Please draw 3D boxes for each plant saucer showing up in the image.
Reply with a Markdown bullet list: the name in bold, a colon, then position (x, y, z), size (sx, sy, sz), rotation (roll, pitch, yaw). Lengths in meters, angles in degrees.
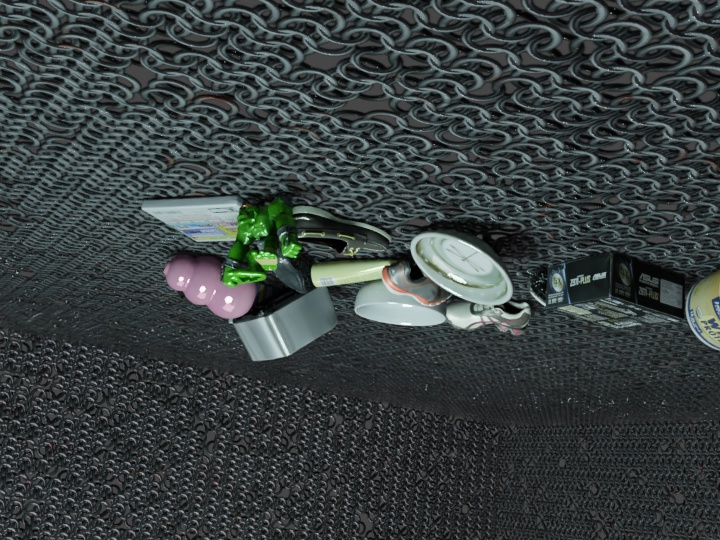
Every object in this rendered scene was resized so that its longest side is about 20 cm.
- **plant saucer**: position (0.186, -0.017, 1.540), size (0.200, 0.050, 0.200), rotation (27, 157, 12)

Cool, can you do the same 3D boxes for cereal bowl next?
- **cereal bowl**: position (0.089, 0.057, 1.863), size (0.199, 0.084, 0.200), rotation (7, 165, 2)

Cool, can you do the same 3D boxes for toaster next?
- **toaster**: position (-0.175, 0.112, 1.964), size (0.200, 0.119, 0.181), rotation (-31, -171, -37)

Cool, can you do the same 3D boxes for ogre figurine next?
- **ogre figurine**: position (-0.166, -0.051, 1.467), size (0.098, 0.120, 0.200), rotation (12, 151, -17)

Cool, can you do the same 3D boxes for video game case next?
- **video game case**: position (-0.264, -0.093, 1.594), size (0.199, 0.022, 0.182), rotation (-1, 163, 24)

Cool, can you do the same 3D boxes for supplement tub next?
- **supplement tub**: position (0.657, 0.053, 1.479), size (0.144, 0.145, 0.200), rotation (7, 165, -2)

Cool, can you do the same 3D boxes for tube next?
- **tube**: position (0.000, 0.000, 1.777), size (0.199, 0.052, 0.058), rotation (-5, -156, 20)

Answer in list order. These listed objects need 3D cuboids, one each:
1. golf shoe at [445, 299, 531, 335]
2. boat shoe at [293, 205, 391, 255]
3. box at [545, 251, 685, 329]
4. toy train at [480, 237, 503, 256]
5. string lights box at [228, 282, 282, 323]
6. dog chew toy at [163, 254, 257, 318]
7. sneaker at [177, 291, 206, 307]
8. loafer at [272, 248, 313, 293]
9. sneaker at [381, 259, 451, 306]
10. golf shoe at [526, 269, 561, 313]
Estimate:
- **golf shoe**: position (0.280, 0.087, 1.947), size (0.199, 0.077, 0.088), rotation (5, 145, -1)
- **boat shoe**: position (-0.035, -0.058, 1.543), size (0.201, 0.061, 0.072), rotation (16, 162, -29)
- **box**: position (0.475, 0.042, 1.631), size (0.200, 0.086, 0.164), rotation (16, 162, -28)
- **toy train**: position (0.200, -0.024, 1.612), size (0.046, 0.034, 0.200), rotation (24, 160, -13)
- **string lights box**: position (-0.208, 0.094, 2.094), size (0.200, 0.103, 0.059), rotation (16, 162, -32)
- **dog chew toy**: position (-0.326, 0.026, 1.880), size (0.200, 0.125, 0.125), rotation (20, 161, -17)
- **sneaker**: position (-0.405, 0.047, 2.092), size (0.104, 0.060, 0.200), rotation (-7, 163, 28)
- **loafer**: position (-0.144, -0.008, 1.772), size (0.070, 0.068, 0.201), rotation (11, 161, 17)
- **sneaker**: position (0.133, 0.017, 1.726), size (0.200, 0.077, 0.082), rotation (8, 147, -47)
- **golf shoe**: position (0.386, 0.053, 1.731), size (0.200, 0.078, 0.094), rotation (19, 161, -33)
